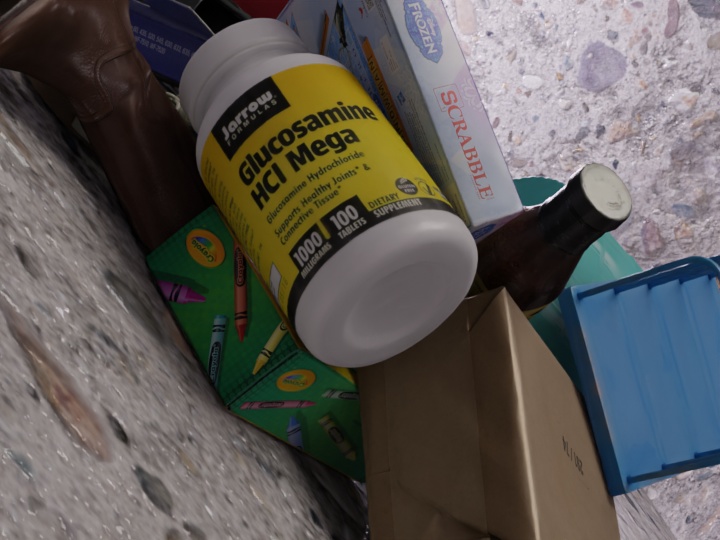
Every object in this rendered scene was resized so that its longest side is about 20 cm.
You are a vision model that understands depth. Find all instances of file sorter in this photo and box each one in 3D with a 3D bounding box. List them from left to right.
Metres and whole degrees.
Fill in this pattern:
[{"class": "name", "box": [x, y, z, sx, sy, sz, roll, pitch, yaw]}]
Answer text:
[{"class": "file sorter", "box": [0.253, 0.058, 0.992, 0.199, 0.122, 0.140, -6, 80, -49]}]

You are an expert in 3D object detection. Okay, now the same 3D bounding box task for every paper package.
[{"class": "paper package", "box": [0.087, 0.140, 0.898, 0.200, 0.103, 0.192, 49, 29, -51]}]

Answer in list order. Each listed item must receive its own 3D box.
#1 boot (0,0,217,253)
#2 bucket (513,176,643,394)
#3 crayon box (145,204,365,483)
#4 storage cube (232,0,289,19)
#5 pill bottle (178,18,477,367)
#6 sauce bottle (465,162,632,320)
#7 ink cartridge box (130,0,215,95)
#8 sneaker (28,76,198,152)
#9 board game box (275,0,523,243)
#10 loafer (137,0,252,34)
[{"class": "boot", "box": [-0.154, -0.078, 0.859, 0.187, 0.064, 0.201, -53, 127, -55]}, {"class": "bucket", "box": [0.124, 0.039, 1.098, 0.135, 0.207, 0.207, 47, 8, -29]}, {"class": "crayon box", "box": [-0.043, 0.052, 0.920, 0.119, 0.058, 0.200, 56, 8, 31]}, {"class": "storage cube", "box": [-0.077, -0.247, 1.277, 0.201, 0.179, 0.171, 59, 7, -4]}, {"class": "pill bottle", "box": [-0.027, -0.052, 0.845, 0.200, 0.112, 0.112, 55, 7, 31]}, {"class": "sauce bottle", "box": [0.093, 0.003, 0.919, 0.066, 0.200, 0.066, 18, 54, -26]}, {"class": "ink cartridge box", "box": [-0.140, -0.149, 1.094, 0.197, 0.047, 0.200, 28, -8, 41]}, {"class": "sneaker", "box": [-0.128, -0.097, 0.984, 0.200, 0.090, 0.067, 47, 9, -35]}, {"class": "board game box", "box": [0.008, -0.092, 0.926, 0.199, 0.041, 0.201, -36, -108, 62]}, {"class": "loafer", "box": [-0.137, -0.204, 1.159, 0.200, 0.068, 0.070, 34, -14, -3]}]
